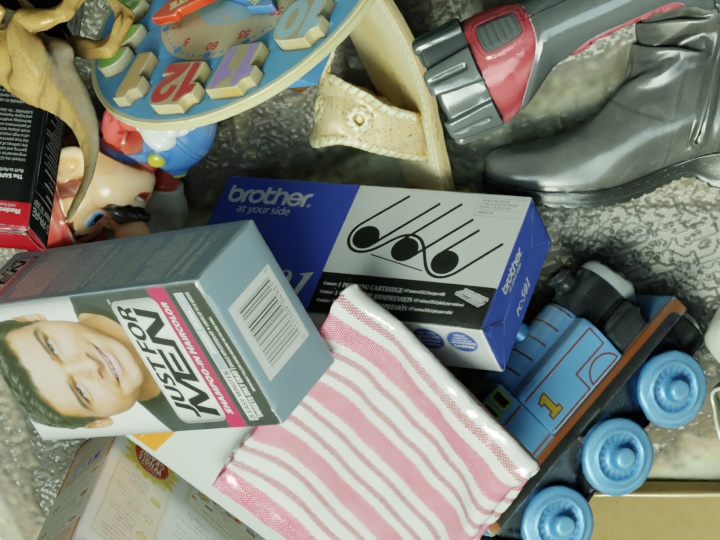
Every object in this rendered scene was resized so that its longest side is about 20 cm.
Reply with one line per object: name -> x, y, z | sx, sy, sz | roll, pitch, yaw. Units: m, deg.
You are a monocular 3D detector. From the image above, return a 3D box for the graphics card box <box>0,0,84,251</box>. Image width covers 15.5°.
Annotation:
graphics card box -> -0.228, -0.114, 1.501 | 0.125, 0.051, 0.201 | 4, 75, 9

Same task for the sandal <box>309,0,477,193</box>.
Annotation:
sandal -> 0.006, -0.080, 1.524 | 0.069, 0.078, 0.212 | -33, 114, -17

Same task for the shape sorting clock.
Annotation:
shape sorting clock -> -0.065, -0.155, 1.447 | 0.199, 0.201, 0.039 | -27, 132, 18

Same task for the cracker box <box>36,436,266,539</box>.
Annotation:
cracker box -> -0.129, 0.184, 1.602 | 0.058, 0.200, 0.134 | -40, 103, 21

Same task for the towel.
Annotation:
towel -> 0.005, 0.114, 1.490 | 0.146, 0.030, 0.200 | 43, 137, 7

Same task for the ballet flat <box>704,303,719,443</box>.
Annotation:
ballet flat -> 0.240, 0.060, 1.570 | 0.068, 0.068, 0.201 | 3, 108, 21

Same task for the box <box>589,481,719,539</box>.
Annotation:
box -> 0.224, 0.207, 1.663 | 0.199, 0.021, 0.164 | -1, 114, 8

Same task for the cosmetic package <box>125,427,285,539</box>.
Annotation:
cosmetic package -> -0.064, 0.090, 1.604 | 0.200, 0.071, 0.101 | 37, 138, -8

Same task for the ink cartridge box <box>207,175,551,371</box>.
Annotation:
ink cartridge box -> 0.000, 0.000, 1.508 | 0.199, 0.094, 0.044 | 4, 145, 28

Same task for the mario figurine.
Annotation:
mario figurine -> -0.111, -0.062, 1.536 | 0.200, 0.106, 0.123 | -38, 127, 12

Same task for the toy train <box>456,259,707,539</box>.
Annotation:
toy train -> 0.115, 0.083, 1.545 | 0.114, 0.087, 0.200 | 46, 77, -17

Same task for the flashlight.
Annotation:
flashlight -> 0.130, -0.137, 1.452 | 0.199, 0.068, 0.068 | -23, 108, 5

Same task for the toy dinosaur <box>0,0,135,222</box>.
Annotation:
toy dinosaur -> -0.169, -0.111, 1.440 | 0.106, 0.060, 0.200 | -50, 56, 1

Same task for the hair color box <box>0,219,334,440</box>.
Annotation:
hair color box -> -0.121, 0.036, 1.475 | 0.199, 0.061, 0.099 | -7, 122, 43

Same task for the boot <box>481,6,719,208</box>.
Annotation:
boot -> 0.161, -0.112, 1.514 | 0.199, 0.070, 0.132 | -8, 110, -1

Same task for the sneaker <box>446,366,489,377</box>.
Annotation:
sneaker -> 0.064, 0.048, 1.601 | 0.082, 0.077, 0.201 | -32, 109, -9
